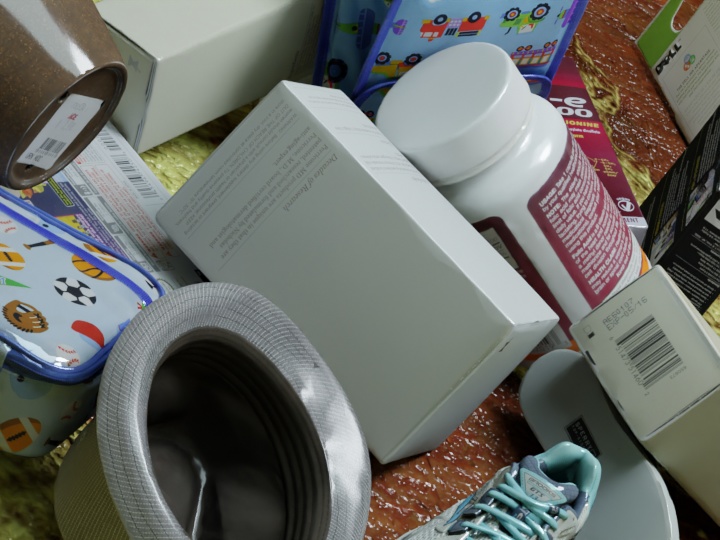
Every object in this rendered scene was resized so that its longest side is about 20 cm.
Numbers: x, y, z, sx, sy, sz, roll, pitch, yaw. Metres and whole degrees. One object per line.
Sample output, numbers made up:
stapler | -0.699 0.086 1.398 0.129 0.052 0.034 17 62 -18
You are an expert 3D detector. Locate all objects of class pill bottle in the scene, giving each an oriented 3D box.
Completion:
pill bottle | 0.096 -0.040 1.675 0.200 0.114 0.114 55 16 -34

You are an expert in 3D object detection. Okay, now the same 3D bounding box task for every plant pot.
plant pot | -0.231 -0.143 1.465 0.200 0.187 0.187 43 29 12

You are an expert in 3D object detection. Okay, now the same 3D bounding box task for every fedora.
fedora | -0.086 0.108 1.331 0.177 0.090 0.200 51 32 -17

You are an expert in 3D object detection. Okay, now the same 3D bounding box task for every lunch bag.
lunch bag | 0.048 -0.139 1.723 0.150 0.200 0.094 -9 47 -27
lunch bag | -0.208 0.006 1.370 0.200 0.076 0.160 31 29 8

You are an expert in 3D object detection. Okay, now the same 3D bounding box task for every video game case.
video game case | -0.157 -0.012 1.529 0.182 0.023 0.200 -8 52 -53

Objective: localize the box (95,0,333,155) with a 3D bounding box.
box | -0.090 -0.150 1.688 0.068 0.082 0.200 38 42 24

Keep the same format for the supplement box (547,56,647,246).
supplement box | 0.119 -0.073 1.855 0.109 0.061 0.200 2 39 -17

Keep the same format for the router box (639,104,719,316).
router box | 0.237 -0.032 1.863 0.051 0.149 0.200 33 29 -5

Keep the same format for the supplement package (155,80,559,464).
supplement package | 0.000 0.000 1.551 0.200 0.117 0.117 46 12 12

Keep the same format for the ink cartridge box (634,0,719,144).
ink cartridge box | 0.325 -0.170 2.164 0.076 0.148 0.200 17 34 -32

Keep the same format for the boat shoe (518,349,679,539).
boat shoe | 0.156 0.133 1.609 0.064 0.071 0.200 44 21 -42

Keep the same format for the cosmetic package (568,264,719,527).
cosmetic package | 0.217 0.092 1.655 0.200 0.073 0.104 43 14 -51

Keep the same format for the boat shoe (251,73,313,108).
boat shoe | 0.022 -0.127 1.812 0.200 0.071 0.069 -23 56 -32

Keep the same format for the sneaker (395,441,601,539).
sneaker | 0.075 0.145 1.484 0.078 0.086 0.200 41 28 9
